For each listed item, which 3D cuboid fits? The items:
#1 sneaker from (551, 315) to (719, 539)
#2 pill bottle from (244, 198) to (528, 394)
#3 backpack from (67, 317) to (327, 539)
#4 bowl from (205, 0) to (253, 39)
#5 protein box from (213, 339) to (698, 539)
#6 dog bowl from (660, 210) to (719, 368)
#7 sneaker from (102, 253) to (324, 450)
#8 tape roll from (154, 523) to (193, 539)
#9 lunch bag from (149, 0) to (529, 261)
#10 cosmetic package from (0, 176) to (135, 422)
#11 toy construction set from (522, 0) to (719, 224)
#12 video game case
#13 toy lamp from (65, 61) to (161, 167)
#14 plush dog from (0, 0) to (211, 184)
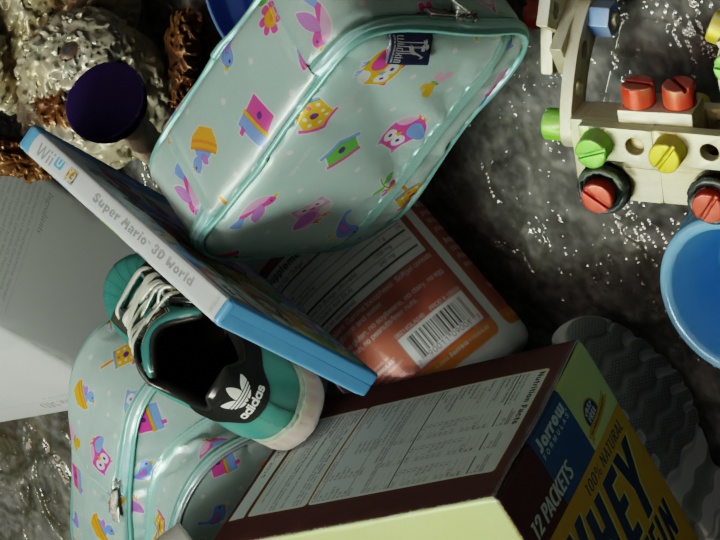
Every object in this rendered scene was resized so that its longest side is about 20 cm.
[{"bbox_3d":[0.163,0.121,1.289,0.082,0.075,0.201,-32,91,45],"label":"sneaker"},{"bbox_3d":[0.000,0.000,1.342,0.200,0.112,0.112,50,136,9],"label":"pill bottle"},{"bbox_3d":[-0.097,0.113,1.436,0.153,0.175,0.201,30,131,50],"label":"backpack"},{"bbox_3d":[-0.040,-0.219,1.241,0.200,0.039,0.202,-178,90,-65],"label":"bowl"},{"bbox_3d":[0.065,0.171,1.239,0.199,0.135,0.199,-15,117,37],"label":"protein box"},{"bbox_3d":[0.245,0.006,1.169,0.199,0.050,0.112,-1,112,42],"label":"dog bowl"},{"bbox_3d":[-0.103,0.033,1.297,0.200,0.080,0.072,33,93,46],"label":"sneaker"},{"bbox_3d":[-0.063,0.238,1.303,0.203,0.037,0.203,54,172,10],"label":"tape roll"},{"bbox_3d":[-0.006,-0.090,1.195,0.200,0.160,0.077,-49,58,36],"label":"lunch bag"},{"bbox_3d":[-0.277,0.009,1.524,0.200,0.124,0.199,32,151,-35],"label":"cosmetic package"},{"bbox_3d":[0.163,-0.096,1.154,0.199,0.092,0.132,18,132,38],"label":"toy construction set"},{"bbox_3d":[-0.092,-0.006,1.248,0.200,0.143,0.018,39,96,38],"label":"video game case"},{"bbox_3d":[-0.115,-0.062,1.378,0.058,0.058,0.200,29,172,27],"label":"toy lamp"},{"bbox_3d":[-0.192,-0.136,1.420,0.172,0.200,0.161,53,171,20],"label":"plush dog"}]
